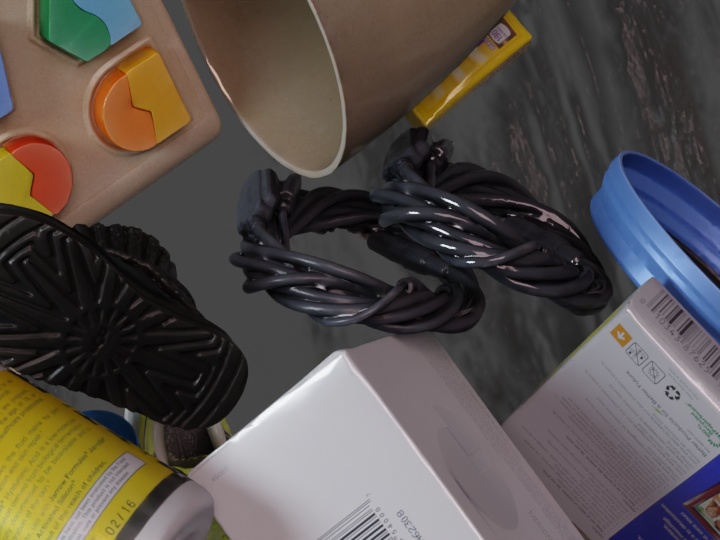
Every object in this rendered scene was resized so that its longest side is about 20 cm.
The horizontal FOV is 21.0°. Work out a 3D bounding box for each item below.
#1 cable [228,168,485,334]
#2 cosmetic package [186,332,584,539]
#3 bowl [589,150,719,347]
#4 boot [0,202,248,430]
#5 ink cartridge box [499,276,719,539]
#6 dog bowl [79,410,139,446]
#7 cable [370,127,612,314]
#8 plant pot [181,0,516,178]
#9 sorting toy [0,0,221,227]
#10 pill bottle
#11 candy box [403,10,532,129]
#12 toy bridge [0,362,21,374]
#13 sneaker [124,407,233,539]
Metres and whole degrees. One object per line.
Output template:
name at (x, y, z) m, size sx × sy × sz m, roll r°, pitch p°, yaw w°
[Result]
cable at (0.000, 0.000, 1.188) m, size 0.162 × 0.200 × 0.051 m, roll 21°, pitch 107°, yaw -13°
cosmetic package at (0.030, 0.150, 1.119) m, size 0.123 × 0.200 × 0.200 m, roll -38°, pitch 82°, yaw 15°
bowl at (0.224, 0.008, 1.214) m, size 0.200 × 0.201 × 0.039 m, roll 43°, pitch 109°, yaw 4°
boot at (-0.170, 0.006, 1.109) m, size 0.211 × 0.158 × 0.080 m, roll 36°, pitch 97°, yaw -36°
ink cartridge box at (0.185, 0.131, 1.175) m, size 0.198 × 0.200 × 0.047 m, roll 46°, pitch 52°, yaw 4°
dog bowl at (-0.207, 0.162, 1.135) m, size 0.199 × 0.112 × 0.050 m, roll -30°, pitch 125°, yaw -3°
cable at (0.083, -0.020, 1.194) m, size 0.162 × 0.200 × 0.051 m, roll 34°, pitch 102°, yaw -7°
plant pot at (0.015, -0.186, 1.218) m, size 0.199 × 0.187 × 0.188 m, roll -29°, pitch 81°, yaw -22°
sorting toy at (-0.189, -0.106, 1.185) m, size 0.185 × 0.201 × 0.036 m, roll -36°, pitch 38°, yaw -16°
pill bottle at (-0.186, 0.117, 1.029) m, size 0.199 × 0.111 × 0.112 m, roll 30°, pitch 73°, yaw 10°
candy box at (0.014, -0.198, 1.313) m, size 0.102 × 0.026 × 0.200 m, roll -40°, pitch 84°, yaw -12°
toy bridge at (-0.245, 0.043, 1.193) m, size 0.198 × 0.027 × 0.068 m, roll -7°, pitch 108°, yaw -22°
sneaker at (-0.100, 0.153, 1.175) m, size 0.075 × 0.076 × 0.202 m, roll -17°, pitch 81°, yaw -15°
